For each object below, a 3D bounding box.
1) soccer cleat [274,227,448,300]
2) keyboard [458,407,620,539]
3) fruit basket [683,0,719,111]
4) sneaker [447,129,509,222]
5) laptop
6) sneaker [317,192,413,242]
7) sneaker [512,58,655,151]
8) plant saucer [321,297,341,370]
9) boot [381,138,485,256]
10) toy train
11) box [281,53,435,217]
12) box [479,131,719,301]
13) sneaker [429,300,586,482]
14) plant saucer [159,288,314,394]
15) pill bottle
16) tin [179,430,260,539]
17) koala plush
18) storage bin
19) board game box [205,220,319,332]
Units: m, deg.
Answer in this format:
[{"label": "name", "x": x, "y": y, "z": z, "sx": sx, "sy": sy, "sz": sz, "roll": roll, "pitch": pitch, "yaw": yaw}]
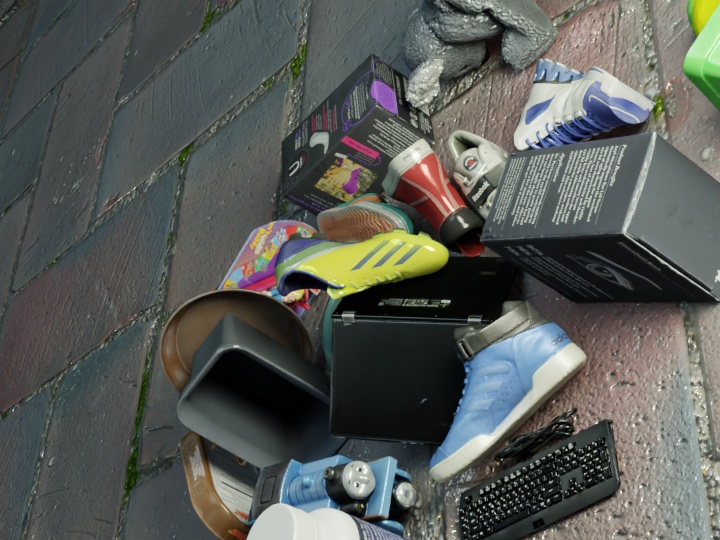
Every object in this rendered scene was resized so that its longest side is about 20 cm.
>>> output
[{"label": "soccer cleat", "x": 0.000, "y": 0.000, "z": 1.387, "sx": 0.199, "sy": 0.065, "sz": 0.084, "roll": -1, "pitch": 55, "yaw": 16}, {"label": "keyboard", "x": 0.161, "y": 0.201, "z": 1.215, "sx": 0.200, "sy": 0.040, "sz": 0.104, "roll": -35, "pitch": 40, "yaw": 34}, {"label": "fruit basket", "x": 0.378, "y": -0.250, "z": 1.182, "sx": 0.215, "sy": 0.155, "sz": 0.216, "roll": -15, "pitch": 64, "yaw": 33}, {"label": "sneaker", "x": 0.148, "y": -0.094, "z": 1.427, "sx": 0.074, "sy": 0.088, "sz": 0.200, "roll": -49, "pitch": 35, "yaw": 16}, {"label": "laptop", "x": 0.072, "y": 0.083, "z": 1.380, "sx": 0.187, "sy": 0.116, "sz": 0.200, "roll": 2, "pitch": 33, "yaw": 23}, {"label": "sneaker", "x": 0.021, "y": -0.067, "z": 1.579, "sx": 0.080, "sy": 0.072, "sz": 0.200, "roll": -27, "pitch": 17, "yaw": -24}, {"label": "sneaker", "x": 0.235, "y": -0.162, "z": 1.374, "sx": 0.115, "sy": 0.080, "sz": 0.199, "roll": -63, "pitch": 24, "yaw": 3}, {"label": "plant saucer", "x": 0.011, "y": 0.049, "z": 1.556, "sx": 0.200, "sy": 0.036, "sz": 0.200, "roll": -36, "pitch": 39, "yaw": 35}, {"label": "boot", "x": 0.094, "y": -0.072, "z": 1.502, "sx": 0.072, "sy": 0.144, "sz": 0.200, "roll": -36, "pitch": -4, "yaw": -1}, {"label": "toy train", "x": -0.031, "y": 0.254, "z": 1.375, "sx": 0.200, "sy": 0.114, "sz": 0.087, "roll": -23, "pitch": 48, "yaw": 46}, {"label": "box", "x": -0.007, "y": -0.173, "z": 1.691, "sx": 0.200, "sy": 0.106, "sz": 0.122, "roll": -40, "pitch": 35, "yaw": 31}, {"label": "box", "x": 0.241, "y": -0.045, "z": 1.196, "sx": 0.200, "sy": 0.148, "sz": 0.105, "roll": -2, "pitch": 63, "yaw": 53}, {"label": "sneaker", "x": 0.121, "y": 0.116, "z": 1.261, "sx": 0.200, "sy": 0.077, "sz": 0.111, "roll": -46, "pitch": 73, "yaw": 17}, {"label": "plant saucer", "x": -0.158, "y": 0.101, "z": 1.608, "sx": 0.200, "sy": 0.200, "sz": 0.035, "roll": -45, "pitch": 21, "yaw": 24}, {"label": "pill bottle", "x": -0.014, "y": 0.301, "z": 1.230, "sx": 0.111, "sy": 0.200, "sz": 0.111, "roll": -35, "pitch": 39, "yaw": 35}, {"label": "tin", "x": -0.168, "y": 0.266, "z": 1.565, "sx": 0.042, "sy": 0.112, "sz": 0.200, "roll": -50, "pitch": 34, "yaw": 17}, {"label": "koala plush", "x": 0.118, "y": -0.316, "z": 1.587, "sx": 0.200, "sy": 0.183, "sz": 0.178, "roll": -46, "pitch": 32, "yaw": 43}, {"label": "storage bin", "x": -0.125, "y": 0.154, "z": 1.533, "sx": 0.146, "sy": 0.200, "sz": 0.134, "roll": -51, "pitch": 21, "yaw": 15}, {"label": "board game box", "x": -0.111, "y": 0.032, "z": 1.640, "sx": 0.039, "sy": 0.158, "sz": 0.200, "roll": 34, "pitch": 94, "yaw": 42}]
